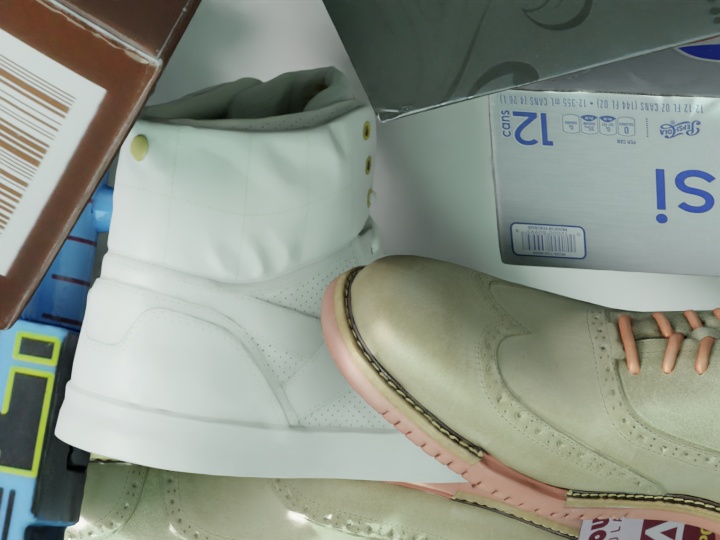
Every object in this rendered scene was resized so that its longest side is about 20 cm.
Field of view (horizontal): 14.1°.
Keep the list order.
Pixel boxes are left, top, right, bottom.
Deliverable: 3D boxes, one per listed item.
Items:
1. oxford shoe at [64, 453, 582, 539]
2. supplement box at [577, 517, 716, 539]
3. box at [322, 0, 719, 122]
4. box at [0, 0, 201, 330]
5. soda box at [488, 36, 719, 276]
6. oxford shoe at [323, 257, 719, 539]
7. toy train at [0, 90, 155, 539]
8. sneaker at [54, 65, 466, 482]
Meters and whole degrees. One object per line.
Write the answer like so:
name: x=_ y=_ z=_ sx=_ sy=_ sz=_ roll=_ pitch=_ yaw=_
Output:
oxford shoe: x=-0.023 y=0.084 z=0.938 sx=0.199 sy=0.071 sz=0.074 roll=8 pitch=92 yaw=4
supplement box: x=0.131 y=0.146 z=0.936 sx=0.061 sy=0.109 sz=0.201 roll=-14 pitch=121 yaw=23
box: x=0.042 y=-0.164 z=0.721 sx=0.148 sy=0.125 sz=0.201 roll=-12 pitch=122 yaw=23
box: x=-0.072 y=-0.089 z=0.761 sx=0.075 sy=0.200 sz=0.100 roll=31 pitch=127 yaw=-5
soda box: x=0.139 y=-0.039 z=0.822 sx=0.199 sy=0.068 sz=0.064 roll=3 pitch=127 yaw=13
oxford shoe: x=0.086 y=0.029 z=0.813 sx=0.199 sy=0.071 sz=0.074 roll=18 pitch=132 yaw=-23
toy train: x=-0.125 y=-0.009 z=0.854 sx=0.114 sy=0.087 sz=0.201 roll=9 pitch=85 yaw=4
sneaker: x=0.000 y=0.000 z=0.861 sx=0.073 sy=0.200 sz=0.116 roll=13 pitch=95 yaw=38
